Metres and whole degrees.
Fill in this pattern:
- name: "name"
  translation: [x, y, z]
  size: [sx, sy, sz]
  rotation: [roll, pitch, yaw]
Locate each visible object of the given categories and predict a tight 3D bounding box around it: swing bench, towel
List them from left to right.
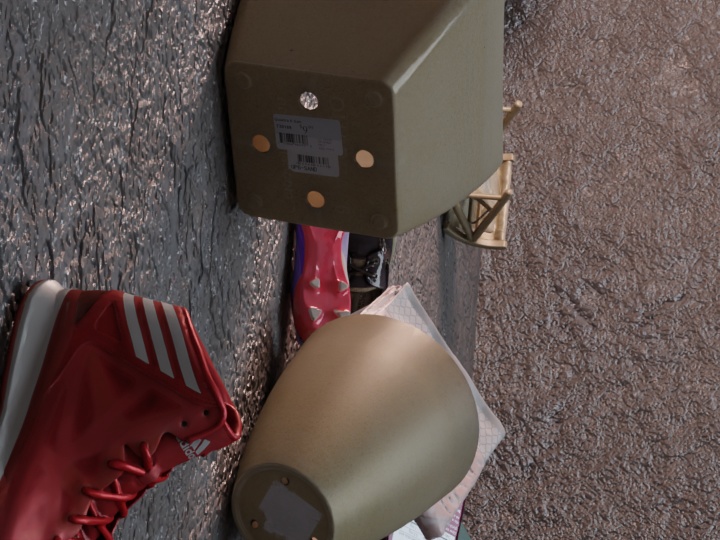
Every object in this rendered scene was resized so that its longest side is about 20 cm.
- name: "towel"
  translation: [0.053, 0.128, 1.512]
  size: [0.201, 0.032, 0.191]
  rotation: [57, 33, -7]
- name: "swing bench"
  translation: [0.214, -0.174, 2.839]
  size: [0.200, 0.129, 0.200]
  rotation: [88, 8, -62]

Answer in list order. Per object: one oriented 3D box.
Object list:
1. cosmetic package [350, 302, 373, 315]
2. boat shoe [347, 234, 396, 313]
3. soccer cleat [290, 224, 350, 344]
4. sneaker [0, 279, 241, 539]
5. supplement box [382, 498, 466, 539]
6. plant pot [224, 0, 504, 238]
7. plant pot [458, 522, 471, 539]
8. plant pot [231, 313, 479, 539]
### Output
- name: "cosmetic package"
  translation: [-0.002, 0.132, 1.552]
  size: [0.074, 0.101, 0.201]
  rotation: [41, 40, -28]
- name: "boat shoe"
  translation: [0.000, 0.000, 1.675]
  size: [0.065, 0.071, 0.201]
  rotation: [-84, 178, -49]
- name: "soccer cleat"
  translation: [-0.038, -0.028, 1.486]
  size: [0.076, 0.066, 0.202]
  rotation: [143, -48, -62]
- name: "sneaker"
  translation: [-0.121, 0.102, 0.763]
  size: [0.078, 0.115, 0.202]
  rotation: [65, 29, -72]
- name: "supplement box"
  translation: [0.031, 0.227, 1.608]
  size: [0.103, 0.130, 0.201]
  rotation: [31, 62, -34]
- name: "plant pot"
  translation: [-0.007, -0.134, 1.238]
  size: [0.177, 0.198, 0.201]
  rotation: [-58, 152, -49]
- name: "plant pot"
  translation: [0.059, 0.360, 1.836]
  size: [0.200, 0.198, 0.189]
  rotation: [78, 4, -60]
- name: "plant pot"
  translation: [-0.021, 0.159, 1.326]
  size: [0.200, 0.186, 0.189]
  rotation: [-39, 134, -59]
